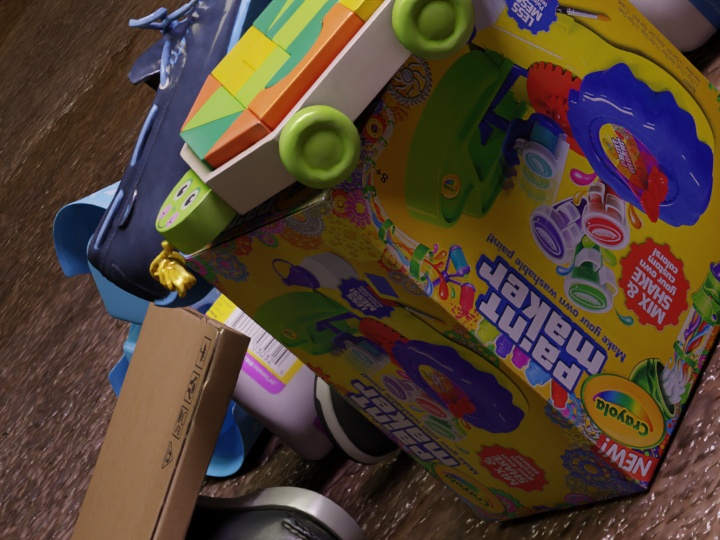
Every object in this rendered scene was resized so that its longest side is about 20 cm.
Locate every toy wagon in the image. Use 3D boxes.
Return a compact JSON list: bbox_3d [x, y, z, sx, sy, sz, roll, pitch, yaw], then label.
[{"bbox_3d":[-0.027,-0.076,1.036,0.200,0.040,0.155,-48,19,1],"label":"toy wagon"}]

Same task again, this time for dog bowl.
[{"bbox_3d":[-0.110,0.030,1.460,0.111,0.201,0.050,13,43,41],"label":"dog bowl"}]

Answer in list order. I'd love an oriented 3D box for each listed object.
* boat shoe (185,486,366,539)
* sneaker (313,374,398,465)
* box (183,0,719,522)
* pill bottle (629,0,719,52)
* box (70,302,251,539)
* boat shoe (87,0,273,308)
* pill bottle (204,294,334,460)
[{"bbox_3d":[-0.077,0.158,1.288,0.200,0.076,0.060,-25,24,55],"label":"boat shoe"},{"bbox_3d":[0.051,0.013,1.276,0.201,0.072,0.083,-54,19,-13],"label":"sneaker"},{"bbox_3d":[0.061,-0.026,1.113,0.122,0.200,0.193,-20,35,54],"label":"box"},{"bbox_3d":[0.174,-0.190,1.322,0.200,0.112,0.112,-48,18,8],"label":"pill bottle"},{"bbox_3d":[-0.117,0.117,1.306,0.163,0.021,0.201,-160,88,-72],"label":"box"},{"bbox_3d":[-0.082,-0.086,1.144,0.201,0.068,0.084,-71,-21,-5],"label":"boat shoe"},{"bbox_3d":[0.000,0.000,1.372,0.200,0.104,0.104,-50,18,-2],"label":"pill bottle"}]
